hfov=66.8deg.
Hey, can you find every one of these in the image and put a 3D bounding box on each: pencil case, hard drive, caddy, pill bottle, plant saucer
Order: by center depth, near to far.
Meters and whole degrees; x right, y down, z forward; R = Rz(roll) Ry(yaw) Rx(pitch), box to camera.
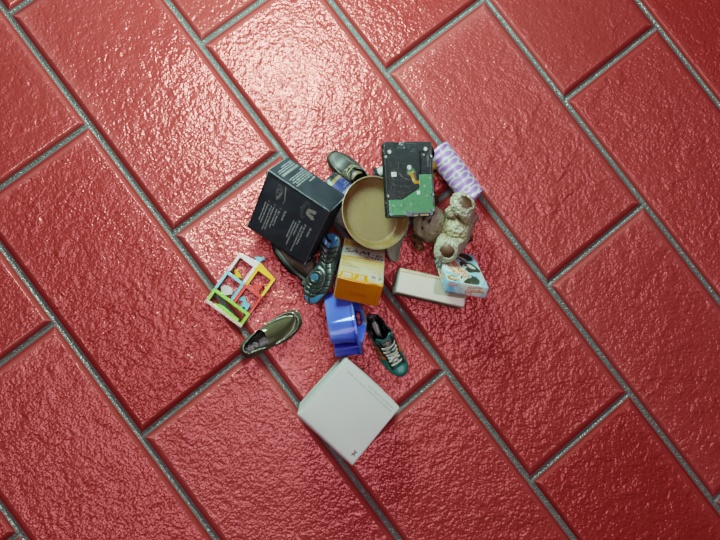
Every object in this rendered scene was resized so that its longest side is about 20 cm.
[{"bbox_3d":[0.129,-0.246,1.483,0.138,0.038,0.203,-4,89,-12],"label":"hard drive"},{"bbox_3d":[0.037,-0.155,1.492,0.198,0.035,0.203,2,84,-22],"label":"plant saucer"},{"bbox_3d":[-0.034,0.140,1.499,0.104,0.142,0.202,-11,49,-1],"label":"caddy"},{"bbox_3d":[-0.029,-0.176,1.557,0.199,0.112,0.112,38,84,0],"label":"pill bottle"},{"bbox_3d":[0.276,-0.280,1.604,0.084,0.085,0.201,-32,87,-40],"label":"pencil case"}]

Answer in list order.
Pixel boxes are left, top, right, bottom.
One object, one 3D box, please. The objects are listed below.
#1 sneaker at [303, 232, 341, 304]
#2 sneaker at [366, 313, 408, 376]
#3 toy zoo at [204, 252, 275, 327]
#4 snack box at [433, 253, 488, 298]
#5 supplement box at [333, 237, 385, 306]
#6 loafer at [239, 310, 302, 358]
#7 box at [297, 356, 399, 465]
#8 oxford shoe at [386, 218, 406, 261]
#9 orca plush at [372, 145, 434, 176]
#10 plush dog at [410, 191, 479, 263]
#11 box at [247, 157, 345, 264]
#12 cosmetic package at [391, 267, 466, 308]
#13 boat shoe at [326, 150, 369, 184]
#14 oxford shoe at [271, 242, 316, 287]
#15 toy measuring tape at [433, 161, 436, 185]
[{"bbox_3d":[-0.094,0.000,1.509,0.072,0.082,0.202,21,85,13],"label":"sneaker"},{"bbox_3d":[0.073,0.215,1.546,0.071,0.080,0.201,-32,88,-6],"label":"sneaker"},{"bbox_3d":[-0.334,0.044,1.564,0.131,0.020,0.201,36,84,0],"label":"toy zoo"},{"bbox_3d":[0.277,0.005,1.523,0.115,0.201,0.038,9,117,-6],"label":"snack box"},{"bbox_3d":[0.000,0.000,1.502,0.124,0.201,0.074,11,124,-4],"label":"supplement box"},{"bbox_3d":[-0.250,0.183,1.533,0.199,0.070,0.076,-35,88,-6],"label":"loafer"},{"bbox_3d":[-0.036,0.369,1.482,0.199,0.171,0.200,42,84,0],"label":"box"},{"bbox_3d":[0.110,-0.125,1.567,0.057,0.075,0.203,7,97,27],"label":"oxford shoe"},{"bbox_3d":[0.136,-0.297,1.588,0.199,0.071,0.106,-32,48,22],"label":"orca plush"},{"bbox_3d":[0.233,-0.128,1.568,0.170,0.160,0.202,20,91,22],"label":"plush dog"},{"bbox_3d":[-0.176,-0.162,1.491,0.199,0.118,0.198,34,127,4],"label":"box"},{"bbox_3d":[0.195,0.053,1.558,0.197,0.104,0.074,12,84,-4],"label":"cosmetic package"},{"bbox_3d":[-0.014,-0.280,1.585,0.199,0.073,0.075,40,84,0],"label":"boat shoe"},{"bbox_3d":[-0.172,-0.020,1.559,0.200,0.073,0.085,45,81,-12],"label":"oxford shoe"},{"bbox_3d":[0.169,-0.229,1.605,0.073,0.074,0.201,29,107,-1],"label":"toy measuring tape"}]
